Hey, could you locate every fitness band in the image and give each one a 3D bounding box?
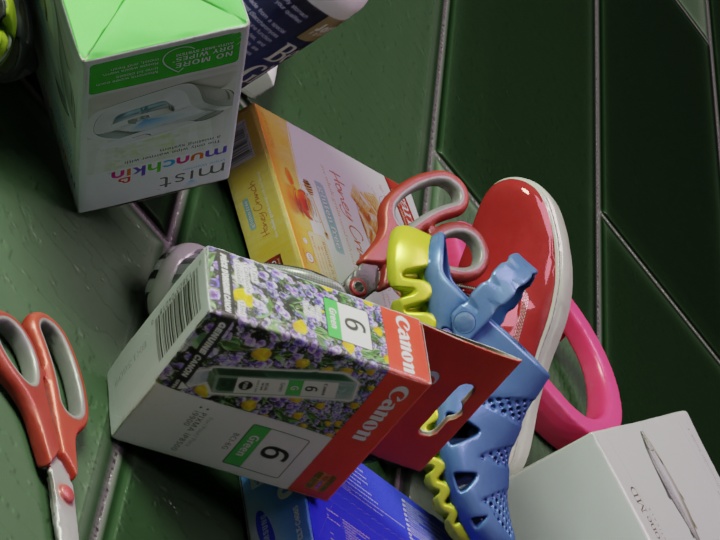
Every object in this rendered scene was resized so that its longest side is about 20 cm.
[{"bbox_3d":[0.121,0.046,1.951,0.200,0.037,0.144,47,25,-25],"label":"fitness band"}]

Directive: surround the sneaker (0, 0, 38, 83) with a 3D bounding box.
[{"bbox_3d":[-0.230,-0.182,1.465,0.081,0.074,0.200,43,26,-69],"label":"sneaker"}]

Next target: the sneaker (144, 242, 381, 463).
[{"bbox_3d":[-0.020,0.054,1.509,0.200,0.115,0.075,35,69,-33],"label":"sneaker"}]

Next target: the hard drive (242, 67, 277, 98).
[{"bbox_3d":[-0.096,-0.216,1.836,0.132,0.026,0.200,49,23,-23],"label":"hard drive"}]

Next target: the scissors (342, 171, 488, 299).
[{"bbox_3d":[0.000,0.000,1.631,0.200,0.014,0.073,-27,87,-35],"label":"scissors"}]

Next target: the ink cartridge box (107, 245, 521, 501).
[{"bbox_3d":[-0.021,0.066,1.429,0.200,0.109,0.050,20,40,-26],"label":"ink cartridge box"}]

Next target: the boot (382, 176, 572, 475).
[{"bbox_3d":[0.064,0.031,1.701,0.144,0.072,0.200,18,81,-54],"label":"boot"}]

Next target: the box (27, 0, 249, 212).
[{"bbox_3d":[-0.133,-0.164,1.468,0.177,0.096,0.200,106,-32,-65],"label":"box"}]

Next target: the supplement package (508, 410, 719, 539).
[{"bbox_3d":[0.163,0.173,1.763,0.117,0.117,0.200,63,22,10],"label":"supplement package"}]

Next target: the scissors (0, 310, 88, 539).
[{"bbox_3d":[-0.143,0.102,1.329,0.073,0.014,0.200,27,36,-56],"label":"scissors"}]

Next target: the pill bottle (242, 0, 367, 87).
[{"bbox_3d":[-0.063,-0.181,1.626,0.111,0.200,0.111,46,25,-29],"label":"pill bottle"}]

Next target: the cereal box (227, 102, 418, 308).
[{"bbox_3d":[-0.010,-0.013,1.736,0.200,0.039,0.144,25,41,-55],"label":"cereal box"}]

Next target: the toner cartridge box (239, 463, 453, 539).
[{"bbox_3d":[0.010,0.168,1.538,0.200,0.043,0.095,40,27,-40],"label":"toner cartridge box"}]

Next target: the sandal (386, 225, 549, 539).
[{"bbox_3d":[0.070,0.068,1.580,0.079,0.087,0.201,-17,98,-84],"label":"sandal"}]
